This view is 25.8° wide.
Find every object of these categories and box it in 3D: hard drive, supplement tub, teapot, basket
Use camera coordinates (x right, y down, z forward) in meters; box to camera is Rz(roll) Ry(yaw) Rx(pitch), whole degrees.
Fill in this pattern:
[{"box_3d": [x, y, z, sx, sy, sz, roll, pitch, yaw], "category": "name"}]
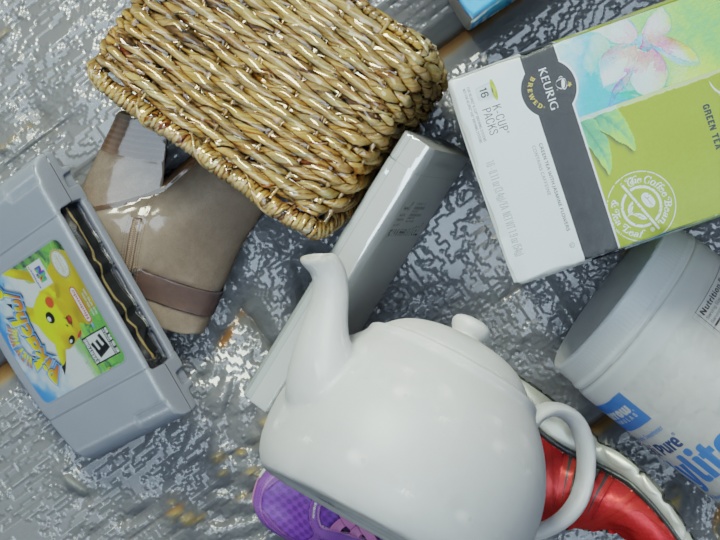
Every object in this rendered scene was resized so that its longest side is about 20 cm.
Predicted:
[{"box_3d": [0.000, 0.000, 1.062, 0.027, 0.132, 0.201, 33, 100, 11], "category": "hard drive"}, {"box_3d": [0.244, 0.077, 1.059, 0.199, 0.132, 0.133, 37, 96, 0], "category": "supplement tub"}, {"box_3d": [0.044, 0.099, 0.990, 0.196, 0.200, 0.147, 25, 78, 18], "category": "teapot"}, {"box_3d": [-0.059, -0.126, 1.052, 0.199, 0.143, 0.150, 33, 90, 7], "category": "basket"}]

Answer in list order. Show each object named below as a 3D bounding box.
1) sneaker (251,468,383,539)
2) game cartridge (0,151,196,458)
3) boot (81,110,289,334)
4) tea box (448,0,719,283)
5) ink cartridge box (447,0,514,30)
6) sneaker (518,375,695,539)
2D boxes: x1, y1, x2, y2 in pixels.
[{"box_3d": [0.019, 0.176, 1.105, 0.197, 0.088, 0.082, 13, 97, 4], "category": "sneaker"}, {"box_3d": [-0.206, 0.031, 1.100, 0.133, 0.040, 0.202, -27, 94, 45], "category": "game cartridge"}, {"box_3d": [-0.107, -0.027, 1.112, 0.197, 0.070, 0.148, 10, 102, 4], "category": "boot"}, {"box_3d": [0.167, -0.090, 1.014, 0.194, 0.200, 0.135, -20, 93, 6], "category": "tea box"}, {"box_3d": [0.115, -0.276, 1.029, 0.199, 0.145, 0.148, -33, 93, 6], "category": "ink cartridge box"}, {"box_3d": [0.144, 0.157, 1.096, 0.199, 0.077, 0.085, 37, 80, 11], "category": "sneaker"}]
